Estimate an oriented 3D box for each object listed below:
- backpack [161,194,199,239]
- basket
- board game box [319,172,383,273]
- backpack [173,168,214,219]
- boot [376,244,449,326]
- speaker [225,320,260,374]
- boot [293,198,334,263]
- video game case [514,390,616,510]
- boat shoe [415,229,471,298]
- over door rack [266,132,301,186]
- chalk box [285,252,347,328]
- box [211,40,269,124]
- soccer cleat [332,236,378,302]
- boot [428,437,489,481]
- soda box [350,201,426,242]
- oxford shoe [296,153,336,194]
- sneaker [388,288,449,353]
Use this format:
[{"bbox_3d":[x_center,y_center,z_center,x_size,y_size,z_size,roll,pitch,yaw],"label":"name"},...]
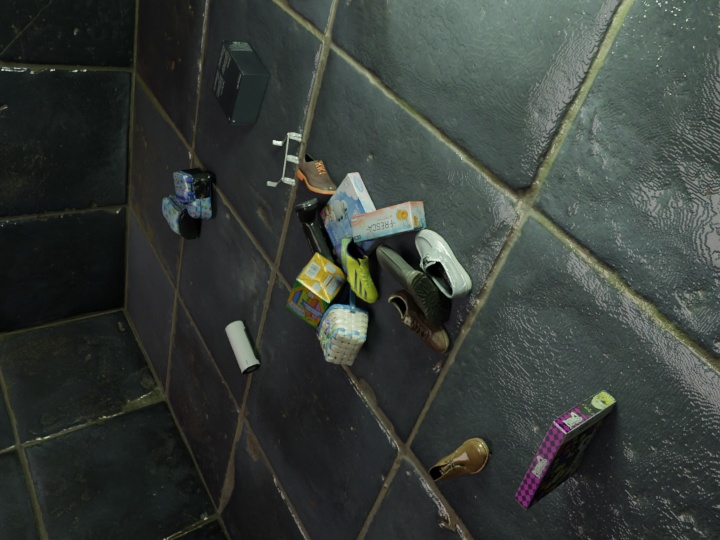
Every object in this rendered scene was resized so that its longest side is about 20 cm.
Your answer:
[{"bbox_3d":[-0.812,-0.259,2.590,0.166,0.149,0.203,106,148,-42],"label":"backpack"},{"bbox_3d":[-0.049,0.152,1.665,0.203,0.135,0.179,-90,19,-49],"label":"basket"},{"bbox_3d":[-0.025,-0.131,1.621,0.199,0.042,0.205,-45,64,48],"label":"board game box"},{"bbox_3d":[-0.695,-0.312,2.407,0.181,0.131,0.207,25,122,48],"label":"backpack"},{"bbox_3d":[0.125,0.034,1.428,0.184,0.072,0.199,59,166,-28],"label":"boot"},{"bbox_3d":[-0.478,0.309,2.320,0.204,0.079,0.082,62,140,22],"label":"speaker"},{"bbox_3d":[-0.131,-0.104,1.700,0.165,0.064,0.206,-166,57,-78],"label":"boot"},{"bbox_3d":[0.384,0.335,1.077,0.036,0.177,0.205,40,128,38],"label":"video game case"},{"bbox_3d":[0.180,-0.017,1.349,0.203,0.070,0.071,55,137,29],"label":"boat shoe"},{"bbox_3d":[-0.233,-0.345,1.810,0.199,0.065,0.153,9,91,65],"label":"over door rack"},{"bbox_3d":[-0.137,0.073,1.717,0.122,0.126,0.202,33,143,3],"label":"chalk box"},{"bbox_3d":[-0.413,-0.638,1.961,0.185,0.102,0.202,59,140,26],"label":"box"},{"bbox_3d":[-0.001,0.000,1.565,0.082,0.065,0.204,-19,108,38],"label":"soccer cleat"},{"bbox_3d":[0.238,0.471,1.399,0.201,0.074,0.075,-51,58,45],"label":"boot"},{"bbox_3d":[0.069,-0.120,1.444,0.196,0.063,0.071,-9,89,41],"label":"soda box"},{"bbox_3d":[-0.128,-0.284,1.699,0.199,0.070,0.075,40,125,41],"label":"oxford shoe"},{"bbox_3d":[0.139,0.133,1.441,0.201,0.074,0.072,52,136,32],"label":"sneaker"}]
